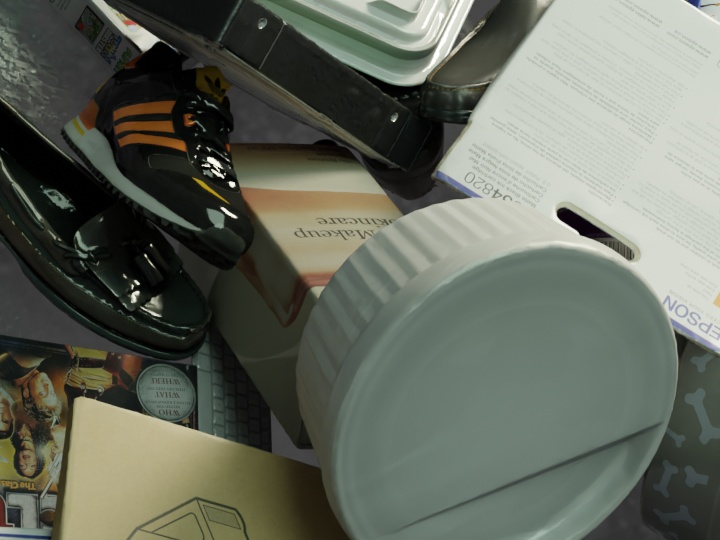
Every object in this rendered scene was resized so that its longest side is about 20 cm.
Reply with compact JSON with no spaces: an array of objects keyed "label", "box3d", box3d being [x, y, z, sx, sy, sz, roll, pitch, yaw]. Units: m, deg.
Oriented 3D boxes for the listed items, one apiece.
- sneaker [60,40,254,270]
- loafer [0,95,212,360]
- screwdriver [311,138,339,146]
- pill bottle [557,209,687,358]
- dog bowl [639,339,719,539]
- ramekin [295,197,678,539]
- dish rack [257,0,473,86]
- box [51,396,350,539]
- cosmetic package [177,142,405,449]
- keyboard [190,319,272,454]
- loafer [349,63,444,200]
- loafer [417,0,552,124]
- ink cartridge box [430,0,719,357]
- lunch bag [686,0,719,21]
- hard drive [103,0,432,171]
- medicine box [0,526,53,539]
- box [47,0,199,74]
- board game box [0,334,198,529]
[{"label":"sneaker","box3d":[-0.102,-0.074,1.364,0.070,0.200,0.090,36,92,-34]},{"label":"loafer","box3d":[-0.164,-0.027,1.380,0.199,0.063,0.072,37,40,4]},{"label":"screwdriver","box3d":[0.000,0.000,1.468,0.029,0.028,0.201,-17,55,2]},{"label":"pill bottle","box3d":[0.161,-0.030,1.539,0.112,0.113,0.201,18,56,-18]},{"label":"dog bowl","box3d":[0.228,0.082,1.466,0.058,0.201,0.200,21,50,17]},{"label":"ramekin","box3d":[0.057,0.056,1.256,0.201,0.204,0.094,1,27,-27]},{"label":"dish rack","box3d":[-0.017,-0.217,1.526,0.199,0.044,0.172,25,52,1]},{"label":"box","box3d":[-0.083,0.175,1.217,0.162,0.021,0.201,19,54,-23]},{"label":"cosmetic package","box3d":[-0.021,0.010,1.375,0.103,0.088,0.200,0,30,-28]},{"label":"keyboard","box3d":[-0.073,0.116,1.384,0.056,0.011,0.201,23,52,-39]},{"label":"loafer","box3d":[0.017,-0.127,1.555,0.072,0.071,0.201,-4,55,4]},{"label":"loafer","box3d":[0.095,-0.144,1.494,0.072,0.073,0.200,13,28,27]},{"label":"ink cartridge box","box3d":[0.167,-0.065,1.406,0.199,0.041,0.200,33,62,7]},{"label":"lunch bag","box3d":[0.295,-0.092,1.599,0.199,0.124,0.170,36,27,-15]},{"label":"hard drive","box3d":[-0.063,-0.127,1.419,0.139,0.038,0.200,29,-1,38]},{"label":"medicine box","box3d":[-0.169,0.232,1.217,0.198,0.103,0.183,6,60,-25]},{"label":"box","box3d":[-0.105,-0.200,1.544,0.110,0.035,0.200,47,52,4]},{"label":"board game box","box3d":[-0.185,0.104,1.325,0.198,0.035,0.136,10,59,-23]}]
